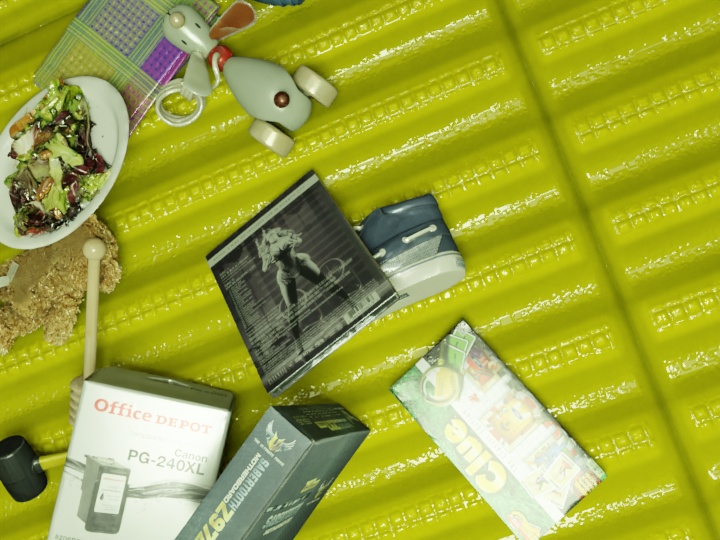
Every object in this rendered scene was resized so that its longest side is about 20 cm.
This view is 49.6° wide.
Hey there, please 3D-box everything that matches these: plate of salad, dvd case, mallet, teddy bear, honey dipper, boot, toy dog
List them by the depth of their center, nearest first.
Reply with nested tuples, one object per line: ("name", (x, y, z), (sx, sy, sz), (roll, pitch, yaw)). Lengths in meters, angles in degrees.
("dvd case", (-0.064, 0.006, 0.759), (0.148, 0.016, 0.201), (-38, 49, 5))
("boot", (0.000, 0.000, 0.778), (0.198, 0.073, 0.091), (-21, 68, 5))
("toy dog", (-0.123, -0.199, 0.787), (0.198, 0.096, 0.133), (16, 91, 3))
("honey dipper", (-0.275, 0.065, 0.792), (0.038, 0.038, 0.202), (12, 109, 11))
("plate of salad", (-0.326, -0.119, 0.809), (0.198, 0.048, 0.202), (-9, 66, 21))
("mallet", (-0.282, 0.199, 0.819), (0.198, 0.041, 0.066), (-7, 118, -2))
("teddy bear", (-0.340, 0.010, 0.839), (0.200, 0.067, 0.145), (-45, 68, 9))

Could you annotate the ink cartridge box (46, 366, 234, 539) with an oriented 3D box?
("ink cartridge box", (-0.214, 0.209, 0.760), (0.144, 0.083, 0.202), (12, 89, -6))

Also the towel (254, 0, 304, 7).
("towel", (-0.137, -0.351, 0.834), (0.198, 0.049, 0.113), (20, 79, 9))

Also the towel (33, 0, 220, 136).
("towel", (-0.261, -0.245, 0.864), (0.143, 0.023, 0.201), (38, 91, 12))

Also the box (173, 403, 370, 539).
("box", (-0.074, 0.196, 0.698), (0.051, 0.200, 0.158), (36, 90, 16))

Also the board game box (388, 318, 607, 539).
("board game box", (0.131, 0.156, 0.756), (0.105, 0.023, 0.200), (-44, 79, 6))
